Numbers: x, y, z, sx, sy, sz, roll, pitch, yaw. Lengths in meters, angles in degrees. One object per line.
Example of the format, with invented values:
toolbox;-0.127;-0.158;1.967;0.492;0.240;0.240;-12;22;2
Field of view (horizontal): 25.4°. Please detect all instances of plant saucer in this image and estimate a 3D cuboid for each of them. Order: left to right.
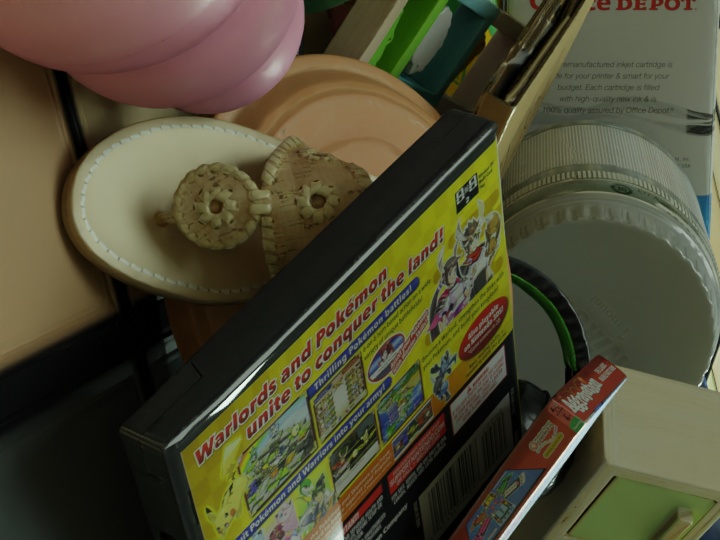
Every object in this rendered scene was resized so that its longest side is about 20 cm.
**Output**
plant saucer;0.000;0.000;0.714;0.200;0.032;0.201;12;71;-40

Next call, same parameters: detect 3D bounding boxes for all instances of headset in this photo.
headset;0.053;0.090;0.794;0.094;0.123;0.201;-162;-104;-85

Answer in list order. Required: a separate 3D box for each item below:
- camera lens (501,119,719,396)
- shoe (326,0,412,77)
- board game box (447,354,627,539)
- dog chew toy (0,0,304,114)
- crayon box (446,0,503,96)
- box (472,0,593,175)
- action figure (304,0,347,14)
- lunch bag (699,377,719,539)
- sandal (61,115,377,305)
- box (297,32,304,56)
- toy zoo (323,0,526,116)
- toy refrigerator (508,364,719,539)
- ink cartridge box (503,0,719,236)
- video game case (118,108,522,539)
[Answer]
camera lens;0.143;0.001;1.012;0.200;0.159;0.160;-74;147;-69
shoe;0.015;-0.143;0.860;0.200;0.071;0.091;82;-1;-83
board game box;0.044;0.128;0.693;0.019;0.200;0.103;37;16;10
dog chew toy;-0.076;-0.115;0.580;0.200;0.124;0.125;45;37;-70
crayon box;0.045;-0.242;1.071;0.173;0.058;0.200;58;28;-46
box;0.077;-0.076;0.875;0.164;0.021;0.200;-56;172;-38
action figure;0.035;-0.168;0.656;0.118;0.199;0.055;58;28;-42
lunch bag;0.166;0.147;1.061;0.136;0.132;0.200;69;26;-13
sandal;-0.010;-0.023;0.639;0.211;0.070;0.078;13;69;-40
box;-0.076;-0.205;0.735;0.160;0.044;0.201;51;33;-52
toy zoo;0.030;-0.090;0.848;0.020;0.131;0.200;38;10;23
toy refrigerator;0.125;0.141;0.871;0.200;0.076;0.070;117;-17;-47
ink cartridge box;0.174;-0.115;1.135;0.086;0.146;0.201;-75;165;-77
video game case;-0.002;0.064;0.619;0.200;0.025;0.181;-45;141;-35
